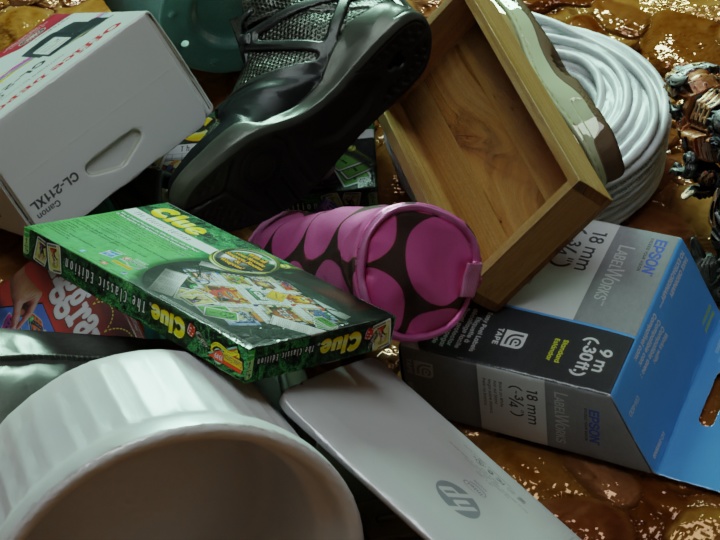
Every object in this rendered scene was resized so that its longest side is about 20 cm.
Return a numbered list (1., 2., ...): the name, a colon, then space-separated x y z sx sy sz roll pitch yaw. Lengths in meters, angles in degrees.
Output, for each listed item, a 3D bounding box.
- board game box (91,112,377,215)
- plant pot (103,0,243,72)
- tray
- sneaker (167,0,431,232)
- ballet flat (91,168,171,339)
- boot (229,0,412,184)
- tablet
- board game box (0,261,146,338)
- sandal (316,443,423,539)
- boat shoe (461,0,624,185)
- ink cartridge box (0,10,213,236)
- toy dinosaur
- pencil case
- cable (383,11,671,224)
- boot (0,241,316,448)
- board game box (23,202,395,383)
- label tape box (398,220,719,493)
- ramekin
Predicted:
1. board game box: -0.088 -0.075 1.245 0.198 0.024 0.105 -5 40 2
2. plant pot: -0.115 -0.247 1.331 0.199 0.201 0.162 -17 51 -12
3. tray: 0.074 -0.080 1.083 0.099 0.037 0.201 -45 42 22
4. sneaker: -0.059 -0.110 1.109 0.199 0.076 0.114 -45 51 -13
5. ballet flat: -0.119 0.003 1.127 0.068 0.068 0.201 -11 52 -18
6. boot: -0.012 -0.145 1.222 0.130 0.068 0.201 -20 39 -2
7. tablet: 0.055 0.120 0.923 0.200 0.014 0.130 41 20 15
8. board game box: -0.179 0.061 1.086 0.103 0.019 0.200 -38 45 4
9. sandal: 0.030 0.132 0.980 0.079 0.058 0.201 -26 45 -20
10. boat shoe: 0.096 -0.117 1.146 0.076 0.072 0.200 -28 43 0
11. ink cartridge box: -0.207 -0.102 1.179 0.146 0.083 0.200 -39 22 -18
12. toy dinosaur: 0.245 -0.048 1.094 0.101 0.136 0.201 -6 41 0
13. pencil case: 0.000 0.000 1.048 0.093 0.091 0.200 20 -5 -22
14. cable: 0.114 -0.097 1.218 0.199 0.070 0.200 19 49 26
15. boot: -0.136 0.048 0.991 0.198 0.073 0.182 -2 38 -18
16. board game box: -0.086 0.008 0.959 0.104 0.024 0.199 -14 29 -41
17. label tape box: 0.142 0.039 1.065 0.199 0.064 0.145 13 46 21
18. ramekin: -0.107 0.138 0.894 0.199 0.202 0.098 -20 35 -14
